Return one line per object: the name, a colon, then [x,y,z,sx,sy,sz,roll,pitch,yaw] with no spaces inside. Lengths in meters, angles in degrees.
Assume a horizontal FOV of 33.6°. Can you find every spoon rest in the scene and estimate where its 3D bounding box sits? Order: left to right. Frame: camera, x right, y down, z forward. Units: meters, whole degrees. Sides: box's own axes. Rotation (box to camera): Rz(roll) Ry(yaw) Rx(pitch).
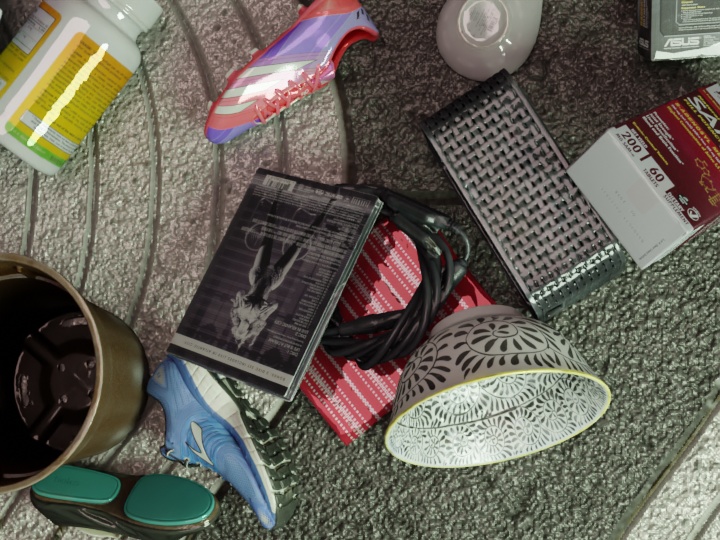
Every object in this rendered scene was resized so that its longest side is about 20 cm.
spoon rest: [0.147,-0.278,1.152,0.099,0.061,0.201,33,102,13]

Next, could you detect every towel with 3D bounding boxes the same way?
towel: [0.018,0.048,1.139,0.200,0.022,0.145,-41,78,2]

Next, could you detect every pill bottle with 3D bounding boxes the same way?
pill bottle: [-0.287,-0.204,1.176,0.111,0.111,0.201,38,90,12]

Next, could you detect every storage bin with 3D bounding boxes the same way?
storage bin: [0.146,-0.063,1.075,0.093,0.135,0.201,-31,79,4]

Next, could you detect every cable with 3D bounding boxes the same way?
cable: [0.000,0.000,1.107,0.199,0.051,0.164,26,89,33]

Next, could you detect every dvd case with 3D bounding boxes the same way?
dvd case: [-0.079,0.007,1.098,0.148,0.016,0.201,16,73,34]

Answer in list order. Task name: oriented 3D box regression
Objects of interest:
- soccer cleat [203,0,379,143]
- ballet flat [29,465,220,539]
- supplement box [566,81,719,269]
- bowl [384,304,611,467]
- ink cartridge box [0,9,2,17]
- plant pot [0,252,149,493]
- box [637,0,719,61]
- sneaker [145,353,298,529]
soccer cleat: [-0.070,-0.190,1.166,0.076,0.067,0.200,43,88,7]
ballet flat: [-0.219,0.227,1.134,0.198,0.069,0.068,7,40,19]
supplement box: [0.277,-0.087,1.033,0.109,0.199,0.061,54,134,10]
bowl: [0.110,0.092,1.048,0.199,0.201,0.095,-15,61,7]
ink cartridge box: [-0.385,-0.211,1.157,0.040,0.199,0.201,25,89,-20]
plant pot: [-0.295,0.097,1.094,0.198,0.198,0.203,-1,83,9]
box: [0.351,-0.276,1.070,0.198,0.048,0.160,-4,108,0]
sneaker: [-0.134,0.164,1.129,0.089,0.078,0.201,-41,70,9]
